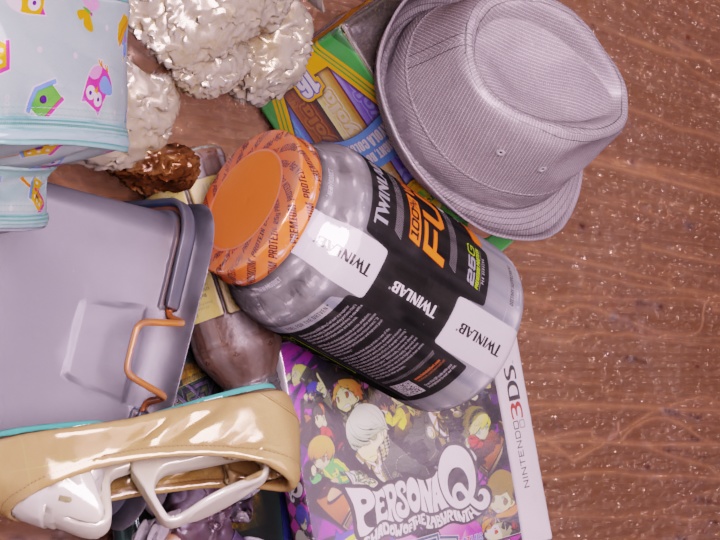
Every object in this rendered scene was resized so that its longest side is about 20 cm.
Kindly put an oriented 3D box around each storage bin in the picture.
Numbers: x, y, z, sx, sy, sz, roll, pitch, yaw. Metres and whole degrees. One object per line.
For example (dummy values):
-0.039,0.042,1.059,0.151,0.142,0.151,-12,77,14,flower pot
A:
-0.184,0.038,0.879,0.134,0.145,0.202,19,79,-35,storage bin

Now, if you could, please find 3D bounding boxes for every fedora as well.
0.107,-0.117,0.985,0.199,0.090,0.178,25,63,-30,fedora

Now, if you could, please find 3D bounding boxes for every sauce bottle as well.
-0.090,0.022,0.985,0.064,0.064,0.202,-15,89,-45,sauce bottle

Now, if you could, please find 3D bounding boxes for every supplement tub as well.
0.000,0.000,0.950,0.199,0.122,0.124,31,71,-37,supplement tub

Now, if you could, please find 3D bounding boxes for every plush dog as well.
-0.131,-0.137,0.891,0.200,0.160,0.172,39,88,-16,plush dog

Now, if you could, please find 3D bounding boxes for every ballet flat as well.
-0.125,0.108,0.801,0.198,0.069,0.064,-11,65,-15,ballet flat

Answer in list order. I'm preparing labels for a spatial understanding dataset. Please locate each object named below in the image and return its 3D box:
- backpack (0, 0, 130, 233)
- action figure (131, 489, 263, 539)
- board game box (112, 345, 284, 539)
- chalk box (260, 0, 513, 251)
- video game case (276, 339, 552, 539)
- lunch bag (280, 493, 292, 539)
-0.215,-0.093,0.753,0.175,0.198,0.155,-1,89,-63,backpack
-0.078,0.189,0.946,0.200,0.069,0.130,44,54,-13,action figure
-0.108,0.146,0.997,0.135,0.028,0.202,7,73,-49,board game box
0.041,-0.095,1.068,0.125,0.124,0.201,-41,103,-37,chalk box
0.035,0.124,1.064,0.198,0.036,0.183,-9,88,-30,video game case
0.003,0.189,1.125,0.160,0.082,0.202,4,89,-43,lunch bag
